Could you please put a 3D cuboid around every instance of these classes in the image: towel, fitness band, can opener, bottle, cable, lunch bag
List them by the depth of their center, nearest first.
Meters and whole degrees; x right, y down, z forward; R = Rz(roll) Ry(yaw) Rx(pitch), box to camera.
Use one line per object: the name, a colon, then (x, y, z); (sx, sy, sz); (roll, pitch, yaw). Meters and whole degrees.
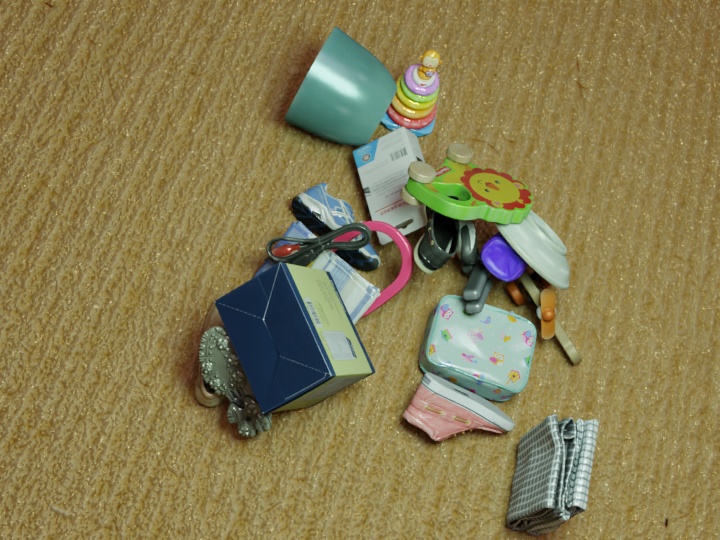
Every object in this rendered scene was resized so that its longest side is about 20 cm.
towel: (0.309, 0.339, 1.605); (0.085, 0.200, 0.166); (18, 62, -4)
cable: (-0.080, -0.044, 1.656); (0.199, 0.050, 0.097); (-30, 106, 14)
towel: (-0.078, 0.026, 1.702); (0.200, 0.147, 0.024); (40, 20, 8)
fitness band: (0.000, 0.000, 1.711); (0.200, 0.037, 0.144); (-36, 89, 15)
lunch bag: (0.214, 0.136, 1.741); (0.199, 0.077, 0.161); (19, 62, -5)
can opener: (0.211, 0.017, 1.770); (0.066, 0.053, 0.200); (-8, 24, 17)
bottle: (0.273, -0.034, 1.778); (0.083, 0.200, 0.065); (43, 108, 4)

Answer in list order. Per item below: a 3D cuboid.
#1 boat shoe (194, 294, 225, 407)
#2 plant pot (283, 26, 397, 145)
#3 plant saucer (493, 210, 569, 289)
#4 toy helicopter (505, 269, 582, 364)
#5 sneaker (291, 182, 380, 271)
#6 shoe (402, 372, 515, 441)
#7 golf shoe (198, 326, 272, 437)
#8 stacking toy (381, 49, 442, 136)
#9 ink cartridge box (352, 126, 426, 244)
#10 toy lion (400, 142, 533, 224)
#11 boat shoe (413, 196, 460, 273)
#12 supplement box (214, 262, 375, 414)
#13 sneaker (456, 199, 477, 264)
boat shoe: (-0.233, 0.128, 1.641); (0.071, 0.065, 0.201); (10, 65, -9)
plant pot: (-0.027, -0.330, 1.831); (0.160, 0.201, 0.201); (29, 63, -7)
plant saucer: (0.314, -0.055, 1.728); (0.050, 0.200, 0.200); (-43, 79, 18)
toy helicopter: (0.350, 0.087, 1.779); (0.079, 0.132, 0.201); (-33, 95, 5)
sneaker: (-0.032, -0.082, 1.779); (0.200, 0.076, 0.077); (45, 62, 3)
shoe: (0.170, 0.257, 1.686); (0.199, 0.071, 0.091); (28, 98, -23)
golf shoe: (-0.200, 0.171, 1.589); (0.078, 0.097, 0.201); (-14, 110, 17)
stacking toy: (0.114, -0.357, 1.868); (0.115, 0.200, 0.110); (14, 64, -8)
ink cartridge box: (0.071, -0.150, 1.810); (0.116, 0.068, 0.201); (-24, 68, 21)
toy lion: (0.196, -0.136, 1.681); (0.191, 0.069, 0.200); (35, 38, 23)
boat shoe: (0.147, -0.082, 1.698); (0.074, 0.063, 0.202); (36, 43, -17)
supplement box: (-0.102, 0.110, 1.580); (0.134, 0.200, 0.201); (-29, 76, 16)
sneaker: (0.168, -0.073, 1.803); (0.079, 0.074, 0.200); (-6, 33, -6)
